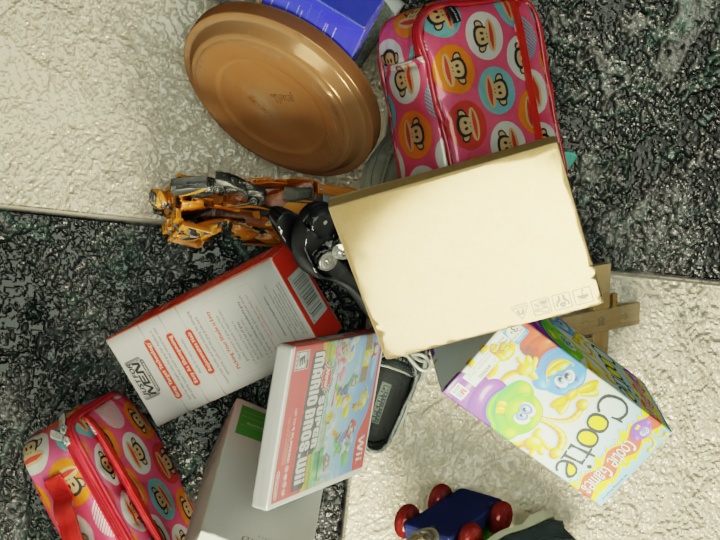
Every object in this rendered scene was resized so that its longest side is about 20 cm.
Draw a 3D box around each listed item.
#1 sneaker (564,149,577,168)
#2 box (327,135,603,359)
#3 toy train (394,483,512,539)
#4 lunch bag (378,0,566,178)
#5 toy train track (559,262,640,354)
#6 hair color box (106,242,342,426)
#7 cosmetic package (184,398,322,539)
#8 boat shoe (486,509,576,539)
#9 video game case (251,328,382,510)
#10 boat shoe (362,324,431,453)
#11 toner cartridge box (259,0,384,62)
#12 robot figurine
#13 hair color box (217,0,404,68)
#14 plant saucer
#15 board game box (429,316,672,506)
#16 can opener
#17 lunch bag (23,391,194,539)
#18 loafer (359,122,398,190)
[{"bbox_3d":[0.173,-0.066,1.346,0.121,0.084,0.200,-39,100,3],"label":"sneaker"},{"bbox_3d":[0.092,-0.016,1.163,0.200,0.021,0.164,-15,118,11],"label":"box"},{"bbox_3d":[0.070,0.289,1.308,0.084,0.200,0.116,11,104,29],"label":"toy train"},{"bbox_3d":[0.111,-0.144,1.231,0.176,0.082,0.200,-15,96,-38],"label":"lunch bag"},{"bbox_3d":[0.232,0.090,1.383,0.115,0.033,0.201,-8,103,-36],"label":"toy train track"},{"bbox_3d":[-0.129,0.060,1.282,0.200,0.061,0.102,-25,100,24],"label":"hair color box"},{"bbox_3d":[-0.098,0.223,1.266,0.107,0.200,0.085,22,118,-9],"label":"cosmetic package"},{"bbox_3d":[0.154,0.291,1.314,0.062,0.200,0.075,32,111,26],"label":"boat shoe"},{"bbox_3d":[-0.034,0.128,1.227,0.017,0.200,0.143,12,96,23],"label":"video game case"},{"bbox_3d":[0.034,0.082,1.342,0.073,0.068,0.200,21,91,-8],"label":"boat shoe"},{"bbox_3d":[-0.053,-0.202,1.246,0.095,0.200,0.043,32,60,-1],"label":"toner cartridge box"},{"bbox_3d":[-0.099,-0.054,1.282,0.200,0.145,0.058,2,79,-17],"label":"robot figurine"},{"bbox_3d":[-0.068,-0.273,1.310,0.200,0.061,0.099,35,89,-8],"label":"hair color box"},{"bbox_3d":[-0.076,-0.159,1.253,0.200,0.200,0.032,35,59,-8],"label":"plant saucer"},{"bbox_3d":[0.178,0.112,1.290,0.200,0.103,0.105,36,105,-16],"label":"board game box"},{"bbox_3d":[0.000,0.000,1.243,0.063,0.079,0.200,-44,128,8],"label":"can opener"},{"bbox_3d":[-0.228,0.220,1.256,0.082,0.176,0.200,-29,91,14],"label":"lunch bag"},{"bbox_3d":[0.051,-0.108,1.279,0.070,0.070,0.200,35,47,-21],"label":"loafer"}]
